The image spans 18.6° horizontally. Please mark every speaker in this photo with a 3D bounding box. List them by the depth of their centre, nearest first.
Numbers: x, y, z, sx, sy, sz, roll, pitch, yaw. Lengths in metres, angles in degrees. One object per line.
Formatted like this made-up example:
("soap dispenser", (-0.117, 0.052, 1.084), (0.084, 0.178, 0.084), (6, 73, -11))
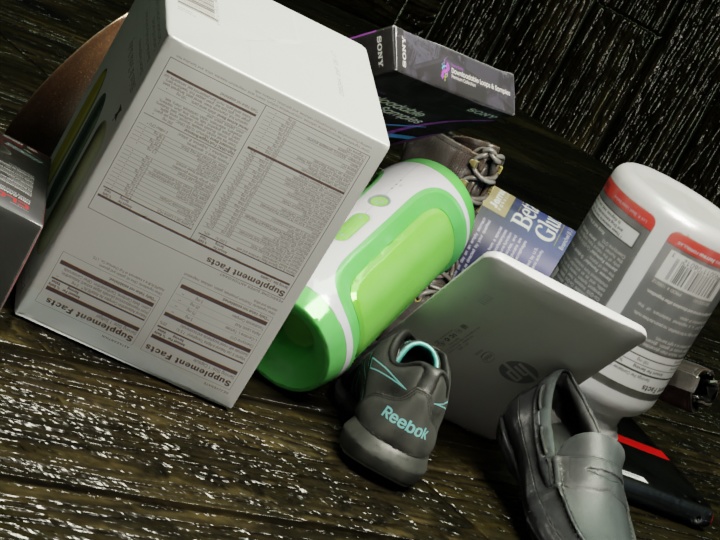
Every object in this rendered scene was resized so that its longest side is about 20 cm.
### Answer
("speaker", (0.000, 0.000, 1.491), (0.088, 0.089, 0.200), (31, 42, 15))

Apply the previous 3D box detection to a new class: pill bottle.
("pill bottle", (0.187, 0.033, 1.608), (0.115, 0.201, 0.116), (28, 15, -9))
("pill bottle", (0.123, -0.015, 2.029), (0.199, 0.112, 0.111), (29, 11, 3))

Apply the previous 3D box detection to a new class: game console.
("game console", (0.162, 0.128, 1.708), (0.199, 0.031, 0.177), (21, 18, -32))

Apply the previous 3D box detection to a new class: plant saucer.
("plant saucer", (-0.168, -0.111, 1.520), (0.037, 0.200, 0.200), (48, 14, 10))

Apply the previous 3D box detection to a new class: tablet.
("tablet", (0.092, 0.056, 1.516), (0.129, 0.014, 0.200), (27, -34, -16))

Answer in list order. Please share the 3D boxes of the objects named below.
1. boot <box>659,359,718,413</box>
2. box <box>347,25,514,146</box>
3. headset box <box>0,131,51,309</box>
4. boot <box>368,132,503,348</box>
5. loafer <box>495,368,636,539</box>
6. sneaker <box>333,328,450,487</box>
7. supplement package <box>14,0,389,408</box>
("boot", (0.210, 0.078, 1.819), (0.173, 0.070, 0.200), (19, 1, 11))
("box", (-0.014, -0.113, 1.501), (0.199, 0.036, 0.142), (-14, -17, 36))
("headset box", (-0.262, -0.046, 1.280), (0.148, 0.075, 0.200), (27, 11, -12))
("boot", (0.059, -0.016, 1.654), (0.069, 0.175, 0.200), (19, 13, -41))
("loafer", (0.141, 0.137, 1.432), (0.068, 0.071, 0.201), (24, 23, -26))
("sneaker", (0.031, 0.079, 1.446), (0.075, 0.080, 0.200), (26, 9, -8))
("supplement package", (-0.100, -0.058, 1.348), (0.150, 0.201, 0.152), (25, 22, -18))
